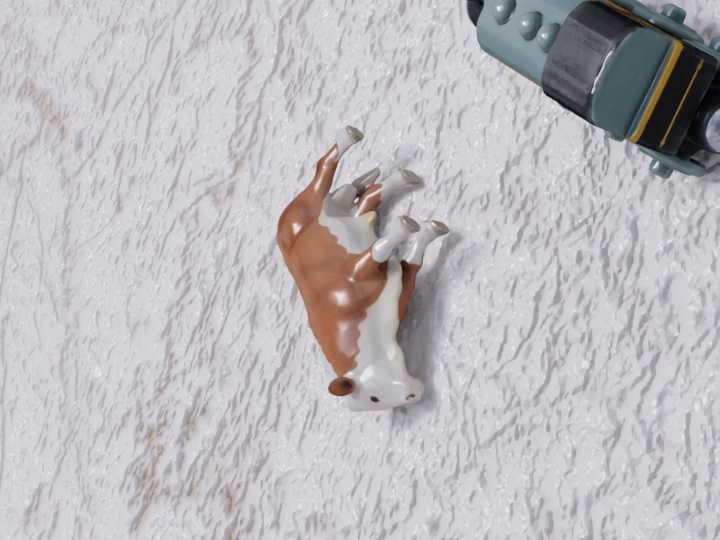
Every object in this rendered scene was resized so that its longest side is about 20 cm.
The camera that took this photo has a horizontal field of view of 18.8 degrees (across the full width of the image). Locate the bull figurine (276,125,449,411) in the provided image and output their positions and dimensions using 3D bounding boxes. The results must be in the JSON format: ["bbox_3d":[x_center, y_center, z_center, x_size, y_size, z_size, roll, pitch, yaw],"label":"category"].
[{"bbox_3d":[0.000,0.000,1.406,0.122,0.065,0.200,-54,39,18],"label":"bull figurine"}]

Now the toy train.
[{"bbox_3d":[0.135,-0.121,1.219,0.086,0.113,0.200,-63,34,12],"label":"toy train"}]
